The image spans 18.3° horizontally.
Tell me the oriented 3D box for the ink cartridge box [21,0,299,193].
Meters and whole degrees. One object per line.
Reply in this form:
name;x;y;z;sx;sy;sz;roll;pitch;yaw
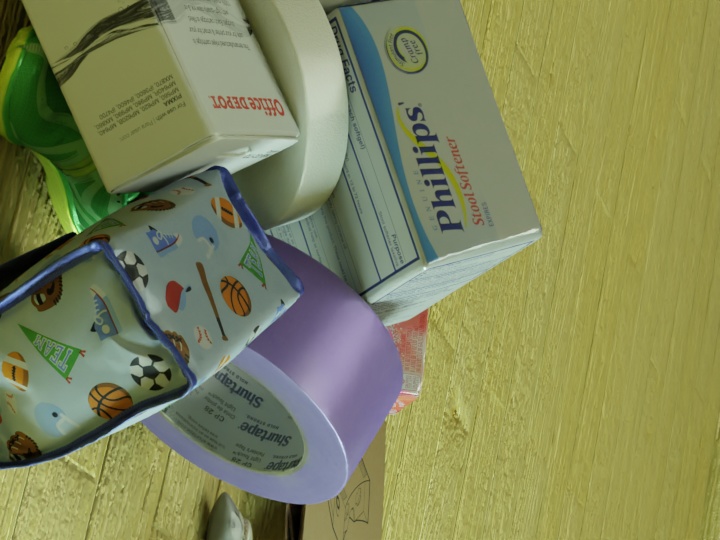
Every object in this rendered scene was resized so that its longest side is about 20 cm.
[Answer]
ink cartridge box;-0.134;-0.153;1.395;0.201;0.083;0.144;64;19;6

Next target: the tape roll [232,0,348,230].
tape roll;-0.082;-0.127;1.512;0.037;0.202;0.204;-18;115;-34

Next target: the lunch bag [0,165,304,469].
lunch bag;-0.164;0.037;1.350;0.124;0.199;0.170;58;30;-2

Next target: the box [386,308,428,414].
box;0.000;0.000;1.686;0.103;0.094;0.202;135;-39;-74

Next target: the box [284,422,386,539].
box;-0.019;0.182;1.883;0.200;0.021;0.165;45;45;-65

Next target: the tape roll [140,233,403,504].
tape roll;-0.076;0.065;1.536;0.085;0.199;0.201;-57;147;-32

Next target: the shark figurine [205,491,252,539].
shark figurine;-0.088;0.294;1.712;0.089;0.215;0.128;-15;147;-28

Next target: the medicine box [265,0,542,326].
medicine box;0.009;-0.067;1.536;0.102;0.200;0.183;-14;79;-32

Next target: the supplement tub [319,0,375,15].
supplement tub;-0.046;-0.200;1.622;0.200;0.122;0.123;103;-1;-70

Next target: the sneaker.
sneaker;-0.172;-0.086;1.431;0.200;0.083;0.074;63;38;-53
